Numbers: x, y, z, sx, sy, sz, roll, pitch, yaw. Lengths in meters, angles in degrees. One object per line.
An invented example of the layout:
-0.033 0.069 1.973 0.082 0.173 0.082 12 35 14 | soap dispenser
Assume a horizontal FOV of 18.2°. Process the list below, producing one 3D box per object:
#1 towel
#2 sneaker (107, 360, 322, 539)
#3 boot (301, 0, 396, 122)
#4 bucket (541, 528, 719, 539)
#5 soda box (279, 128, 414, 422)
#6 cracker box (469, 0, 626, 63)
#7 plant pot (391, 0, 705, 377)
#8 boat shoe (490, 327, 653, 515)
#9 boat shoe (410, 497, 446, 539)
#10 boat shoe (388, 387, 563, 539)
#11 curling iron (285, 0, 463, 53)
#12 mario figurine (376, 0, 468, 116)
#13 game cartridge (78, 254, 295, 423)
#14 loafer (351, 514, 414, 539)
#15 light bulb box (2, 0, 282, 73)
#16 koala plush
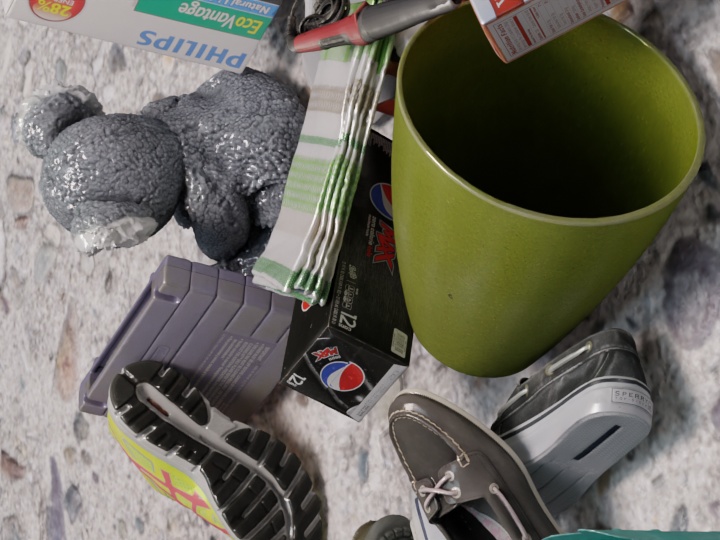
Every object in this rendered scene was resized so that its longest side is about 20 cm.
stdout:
-0.027 -0.081 1.480 0.149 0.030 0.202 -166 91 -74 | towel
-0.111 0.150 1.672 0.200 0.078 0.090 44 151 0 | sneaker
-0.004 -0.209 1.590 0.073 0.096 0.202 2 121 14 | boot
0.181 0.242 1.277 0.206 0.134 0.209 -2 87 53 | bucket
0.000 0.000 1.503 0.071 0.063 0.201 -50 20 40 | soda box
0.140 -0.229 1.316 0.199 0.058 0.135 -26 63 8 | cracker box
0.095 -0.031 1.382 0.188 0.186 0.201 60 151 34 | plant pot
0.122 0.101 1.425 0.200 0.072 0.071 -38 38 47 | boat shoe
0.046 0.251 1.486 0.085 0.075 0.204 -17 78 11 | boat shoe
0.082 0.161 1.391 0.200 0.057 0.067 49 137 -6 | boat shoe
0.004 -0.161 1.383 0.200 0.025 0.050 5 80 63 | curling iron
0.037 -0.179 1.489 0.105 0.123 0.202 3 87 33 | mario figurine
-0.119 0.061 1.668 0.200 0.129 0.039 129 145 -50 | game cartridge
-0.004 0.262 1.569 0.069 0.075 0.202 23 108 46 | loafer
-0.162 -0.274 1.656 0.125 0.197 0.201 -56 35 37 | light bulb box
-0.153 -0.071 1.668 0.184 0.199 0.178 -54 50 37 | koala plush
